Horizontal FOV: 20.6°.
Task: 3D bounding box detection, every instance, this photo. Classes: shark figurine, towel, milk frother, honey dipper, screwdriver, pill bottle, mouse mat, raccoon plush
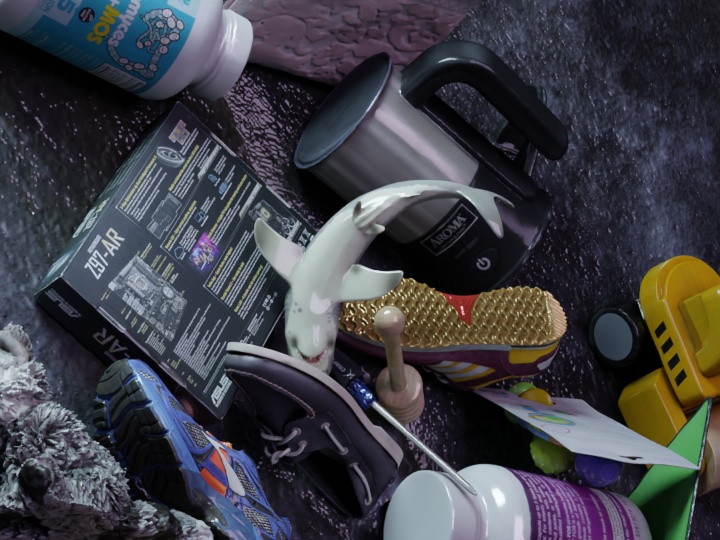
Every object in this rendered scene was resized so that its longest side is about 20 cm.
[{"bbox_3d":[0.005,-0.022,1.508,0.214,0.090,0.128,-40,88,-4],"label":"shark figurine"},{"bbox_3d":[-0.008,-0.214,1.580,0.199,0.191,0.032,13,53,-36],"label":"towel"},{"bbox_3d":[0.065,-0.110,1.650,0.188,0.181,0.200,39,8,-20],"label":"milk frother"},{"bbox_3d":[0.028,0.068,1.485,0.038,0.200,0.038,-1,67,2],"label":"honey dipper"},{"bbox_3d":[0.017,0.110,1.484,0.029,0.028,0.200,-11,40,-37],"label":"screwdriver"},{"bbox_3d":[-0.180,-0.198,1.479,0.199,0.111,0.112,24,55,-30],"label":"pill bottle"},{"bbox_3d":[0.234,0.209,1.588,0.007,0.200,0.162,19,54,-3],"label":"mouse mat"},{"bbox_3d":[-0.197,0.123,1.339,0.199,0.096,0.135,28,43,-45],"label":"raccoon plush"},{"bbox_3d":[0.119,0.209,1.512,0.199,0.112,0.113,16,60,-35],"label":"pill bottle"}]

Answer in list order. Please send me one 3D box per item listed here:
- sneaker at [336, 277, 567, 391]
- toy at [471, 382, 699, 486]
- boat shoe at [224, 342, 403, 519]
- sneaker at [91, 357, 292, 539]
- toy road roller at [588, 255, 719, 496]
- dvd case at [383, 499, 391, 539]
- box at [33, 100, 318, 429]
[{"bbox_3d":[0.063,0.060,1.595,0.198,0.090,0.075,5,51,-10],"label":"sneaker"},{"bbox_3d":[0.169,0.139,1.577,0.114,0.200,0.048,9,101,-23],"label":"toy"},{"bbox_3d":[-0.038,0.119,1.452,0.200,0.072,0.063,44,63,-44],"label":"boat shoe"},{"bbox_3d":[-0.118,0.145,1.404,0.201,0.075,0.078,58,36,-14],"label":"sneaker"},{"bbox_3d":[0.307,0.084,1.739,0.122,0.146,0.201,-15,80,-43],"label":"toy road roller"},{"bbox_3d":[0.076,0.286,1.531,0.142,0.018,0.202,18,60,-33],"label":"dvd case"},{"bbox_3d":[-0.131,-0.004,1.473,0.160,0.043,0.201,42,48,-17],"label":"box"}]
